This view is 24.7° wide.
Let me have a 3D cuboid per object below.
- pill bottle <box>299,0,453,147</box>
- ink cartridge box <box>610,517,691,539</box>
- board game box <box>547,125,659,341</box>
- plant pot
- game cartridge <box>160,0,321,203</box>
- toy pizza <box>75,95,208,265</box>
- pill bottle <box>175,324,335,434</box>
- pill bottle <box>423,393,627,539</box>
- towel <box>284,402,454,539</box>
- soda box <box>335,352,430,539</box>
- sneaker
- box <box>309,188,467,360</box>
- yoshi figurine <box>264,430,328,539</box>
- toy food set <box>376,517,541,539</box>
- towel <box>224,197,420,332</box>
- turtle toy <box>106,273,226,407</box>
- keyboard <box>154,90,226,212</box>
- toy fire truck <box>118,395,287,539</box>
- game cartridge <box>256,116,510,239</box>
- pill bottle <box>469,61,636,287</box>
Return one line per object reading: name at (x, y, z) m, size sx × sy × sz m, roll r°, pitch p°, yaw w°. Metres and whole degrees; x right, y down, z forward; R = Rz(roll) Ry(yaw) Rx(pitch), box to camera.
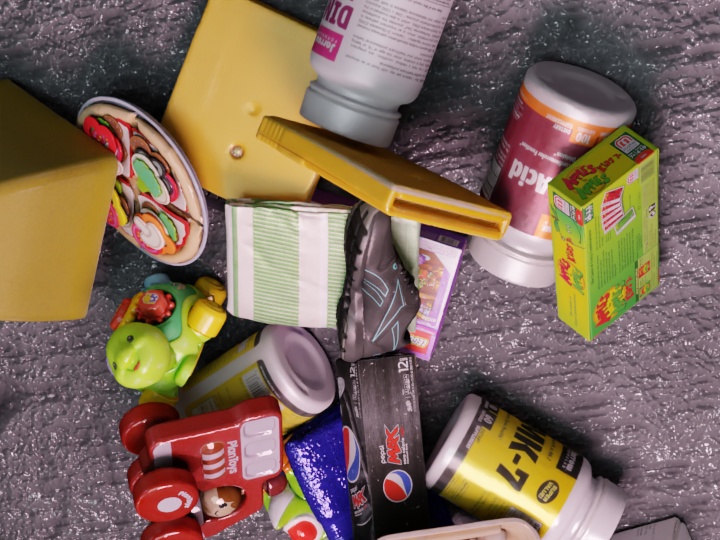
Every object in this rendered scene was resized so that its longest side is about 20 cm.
pill bottle at (0.018, -0.227, 1.572) m, size 0.113 × 0.113 × 0.201 m, roll 21°, pitch 101°, yaw 5°
ink cartridge box at (0.282, 0.373, 1.809) m, size 0.199 × 0.084 × 0.146 m, roll -20°, pitch 107°, yaw 23°
board game box at (0.236, -0.033, 1.584) m, size 0.048 × 0.101 × 0.200 m, roll 40°, pitch 157°, yaw 35°
plant pot at (-0.398, -0.060, 1.711) m, size 0.200 × 0.176 × 0.201 m, roll 34°, pitch 122°, yaw 30°
game cartridge at (-0.105, -0.166, 1.684) m, size 0.176 × 0.032 × 0.201 m, roll 26°, pitch 105°, yaw 8°
toy pizza at (-0.237, -0.088, 1.723) m, size 0.200 × 0.032 × 0.201 m, roll 30°, pitch 139°, yaw 30°
pill bottle at (-0.134, 0.146, 1.807) m, size 0.200 × 0.111 × 0.111 m, roll -32°, pitch 102°, yaw 25°
pill bottle at (0.175, 0.227, 1.757) m, size 0.200 × 0.114 × 0.115 m, roll 30°, pitch 118°, yaw 0°
towel at (0.015, 0.238, 1.793) m, size 0.049 × 0.147 × 0.201 m, roll -3°, pitch 116°, yaw 60°
soda box at (0.024, 0.189, 1.738) m, size 0.071 × 0.063 × 0.201 m, roll -5°, pitch 90°, yaw -23°
sneaker at (0.021, 0.006, 1.651) m, size 0.079 × 0.076 × 0.200 m, roll -1°, pitch 132°, yaw -8°
box at (0.000, 0.000, 1.745) m, size 0.199 × 0.039 × 0.137 m, roll 19°, pitch 116°, yaw 6°
yoshi figurine at (-0.035, 0.277, 1.863) m, size 0.112 × 0.112 × 0.200 m, roll -40°, pitch 87°, yaw -7°
toy food set at (0.074, 0.315, 1.715) m, size 0.199 × 0.061 × 0.144 m, roll -4°, pitch 156°, yaw -21°
towel at (-0.039, -0.006, 1.693) m, size 0.199 × 0.023 × 0.153 m, roll 3°, pitch 122°, yaw 1°
turtle toy at (-0.217, 0.074, 1.751) m, size 0.101 × 0.200 × 0.146 m, roll 29°, pitch 103°, yaw -11°
keyboard at (-0.173, -0.130, 1.746) m, size 0.199 × 0.021 × 0.127 m, roll 19°, pitch 117°, yaw 6°
toy fire truck at (-0.159, 0.217, 1.732) m, size 0.167 × 0.112 × 0.200 m, roll -11°, pitch 138°, yaw -10°
game cartridge at (0.019, -0.090, 1.566) m, size 0.200 × 0.176 × 0.033 m, roll 29°, pitch 102°, yaw 41°
pill bottle at (0.183, -0.092, 1.612) m, size 0.114 × 0.114 × 0.201 m, roll 22°, pitch 117°, yaw 5°
